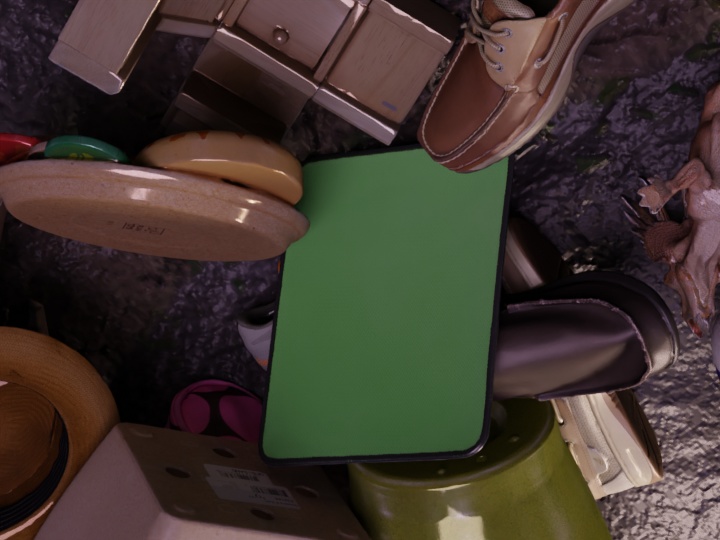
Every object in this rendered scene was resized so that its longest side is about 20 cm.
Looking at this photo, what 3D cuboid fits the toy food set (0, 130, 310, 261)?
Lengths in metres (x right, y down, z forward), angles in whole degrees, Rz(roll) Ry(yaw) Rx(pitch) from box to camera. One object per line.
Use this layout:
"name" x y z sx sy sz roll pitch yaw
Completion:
"toy food set" -0.127 -0.047 1.614 0.197 0.200 0.049 7 80 5

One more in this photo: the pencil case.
"pencil case" -0.101 0.176 1.763 0.094 0.091 0.200 31 121 28

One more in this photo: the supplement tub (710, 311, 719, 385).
"supplement tub" 0.300 0.106 1.634 0.145 0.145 0.200 -10 113 13

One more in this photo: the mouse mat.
"mouse mat" 0.015 0.018 1.616 0.161 0.200 0.008 -5 158 32

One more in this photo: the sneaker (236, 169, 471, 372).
"sneaker" 0.000 0.000 1.672 0.079 0.074 0.200 43 114 -5

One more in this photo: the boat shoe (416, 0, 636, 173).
"boat shoe" 0.095 -0.148 1.571 0.074 0.076 0.200 17 116 -48

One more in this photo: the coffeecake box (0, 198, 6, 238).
"coffeecake box" -0.338 -0.001 1.720 0.200 0.073 0.154 16 119 1

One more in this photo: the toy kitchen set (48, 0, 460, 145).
"toy kitchen set" -0.076 -0.104 1.573 0.200 0.181 0.163 30 117 -6

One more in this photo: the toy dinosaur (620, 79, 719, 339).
"toy dinosaur" 0.218 -0.068 1.596 0.086 0.136 0.200 29 86 0

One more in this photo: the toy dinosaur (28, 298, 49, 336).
"toy dinosaur" -0.216 0.102 1.756 0.088 0.048 0.200 19 129 -23

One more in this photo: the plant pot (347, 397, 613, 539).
"plant pot" 0.070 0.177 1.666 0.200 0.200 0.193 -7 117 12

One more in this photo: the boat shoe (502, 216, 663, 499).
"boat shoe" 0.121 0.060 1.683 0.065 0.072 0.200 -23 115 17

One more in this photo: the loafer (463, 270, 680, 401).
"loafer" 0.098 0.051 1.601 0.200 0.071 0.073 -8 112 41

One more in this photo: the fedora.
"fedora" -0.250 0.099 1.674 0.200 0.082 0.201 -6 122 -10

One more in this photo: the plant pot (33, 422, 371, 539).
"plant pot" -0.095 0.204 1.628 0.199 0.200 0.177 11 107 -23
